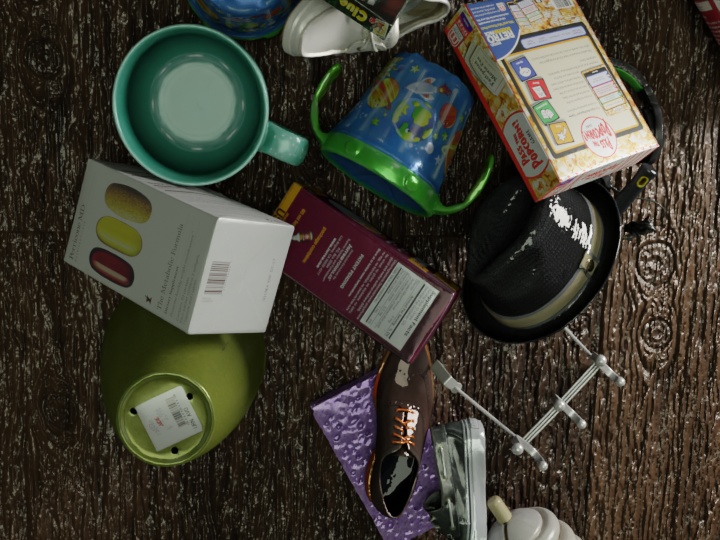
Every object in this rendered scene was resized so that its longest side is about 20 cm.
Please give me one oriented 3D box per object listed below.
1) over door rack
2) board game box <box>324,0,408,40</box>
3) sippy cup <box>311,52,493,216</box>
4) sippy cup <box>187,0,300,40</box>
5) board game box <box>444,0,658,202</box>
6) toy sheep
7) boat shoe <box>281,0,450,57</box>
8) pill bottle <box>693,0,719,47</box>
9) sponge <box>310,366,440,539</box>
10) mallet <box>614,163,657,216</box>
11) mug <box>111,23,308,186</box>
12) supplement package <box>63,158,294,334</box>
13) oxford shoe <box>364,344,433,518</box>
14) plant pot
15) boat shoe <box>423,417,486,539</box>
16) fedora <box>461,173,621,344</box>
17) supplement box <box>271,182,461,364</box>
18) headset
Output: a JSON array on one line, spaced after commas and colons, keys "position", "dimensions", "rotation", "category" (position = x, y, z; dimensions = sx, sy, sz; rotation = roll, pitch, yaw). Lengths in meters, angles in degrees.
[{"position": [0.195, 0.124, 1.058], "dimensions": [0.148, 0.067, 0.200], "rotation": [-47, 117, 4], "category": "over door rack"}, {"position": [0.012, -0.303, 0.915], "dimensions": [0.104, 0.201, 0.024], "rotation": [31, 134, -4], "category": "board game box"}, {"position": [0.046, -0.146, 0.976], "dimensions": [0.177, 0.139, 0.132], "rotation": [32, 86, -35], "category": "sippy cup"}, {"position": [-0.115, -0.298, 0.929], "dimensions": [0.176, 0.130, 0.141], "rotation": [-31, 102, 2], "category": "sippy cup"}, {"position": [0.193, -0.184, 0.954], "dimensions": [0.150, 0.046, 0.202], "rotation": [-19, 77, -31], "category": "board game box"}, {"position": [0.203, 0.345, 1.091], "dimensions": [0.136, 0.138, 0.202], "rotation": [-28, 103, 1], "category": "toy sheep"}, {"position": [0.012, -0.250, 0.934], "dimensions": [0.199, 0.071, 0.069], "rotation": [-31, 63, -31], "category": "boat shoe"}, {"position": [0.437, -0.260, 1.002], "dimensions": [0.112, 0.113, 0.201], "rotation": [-35, 103, 2], "category": "pill bottle"}, {"position": [0.035, 0.215, 1.100], "dimensions": [0.110, 0.030, 0.202], "rotation": [-28, 102, -1], "category": "sponge"}, {"position": [0.260, -0.031, 1.030], "dimensions": [0.065, 0.041, 0.200], "rotation": [34, 123, -13], "category": "mallet"}, {"position": [-0.159, -0.156, 0.962], "dimensions": [0.151, 0.114, 0.186], "rotation": [-34, 103, 1], "category": "mug"}, {"position": [-0.183, -0.025, 0.935], "dimensions": [0.198, 0.109, 0.116], "rotation": [23, 101, 34], "category": "supplement package"}, {"position": [0.050, 0.172, 1.039], "dimensions": [0.070, 0.073, 0.204], "rotation": [5, 94, -9], "category": "oxford shoe"}, {"position": [-0.189, 0.116, 0.970], "dimensions": [0.184, 0.200, 0.191], "rotation": [-1, 101, -5], "category": "plant pot"}, {"position": [0.106, 0.264, 1.073], "dimensions": [0.070, 0.072, 0.204], "rotation": [-2, 98, 1], "category": "boat shoe"}, {"position": [0.168, -0.030, 0.979], "dimensions": [0.201, 0.201, 0.091], "rotation": [-48, 130, 5], "category": "fedora"}, {"position": [0.000, 0.000, 0.984], "dimensions": [0.199, 0.110, 0.086], "rotation": [35, 97, 7], "category": "supplement box"}, {"position": [0.276, -0.133, 1.045], "dimensions": [0.122, 0.094, 0.202], "rotation": [-24, 88, -1], "category": "headset"}]
